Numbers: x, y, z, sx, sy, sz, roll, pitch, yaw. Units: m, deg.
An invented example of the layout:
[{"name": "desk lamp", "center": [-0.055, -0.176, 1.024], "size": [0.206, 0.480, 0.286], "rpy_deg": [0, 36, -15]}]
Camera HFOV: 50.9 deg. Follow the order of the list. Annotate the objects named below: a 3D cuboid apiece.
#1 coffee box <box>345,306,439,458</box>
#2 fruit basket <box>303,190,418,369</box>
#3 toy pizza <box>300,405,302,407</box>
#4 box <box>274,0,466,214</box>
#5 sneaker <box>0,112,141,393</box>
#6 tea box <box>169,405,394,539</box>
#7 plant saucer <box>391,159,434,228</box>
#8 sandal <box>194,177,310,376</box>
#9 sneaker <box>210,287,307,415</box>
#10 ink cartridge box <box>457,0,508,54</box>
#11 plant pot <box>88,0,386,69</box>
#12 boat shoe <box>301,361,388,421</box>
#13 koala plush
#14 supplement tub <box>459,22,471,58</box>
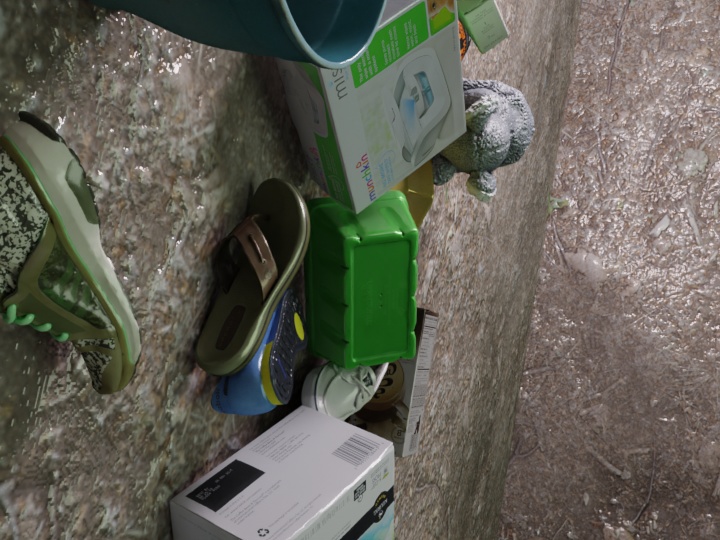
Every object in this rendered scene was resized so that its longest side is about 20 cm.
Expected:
[{"name": "coffee box", "center": [0.035, 0.147, 1.062], "size": [0.080, 0.111, 0.203], "rpy_deg": [18, 80, -68]}, {"name": "fruit basket", "center": [0.000, 0.000, 0.938], "size": [0.215, 0.153, 0.219], "rpy_deg": [173, -90, -71]}, {"name": "toy pizza", "center": [-0.071, 0.250, 0.940], "size": [0.200, 0.031, 0.204], "rpy_deg": [8, 90, -68]}, {"name": "box", "center": [0.014, -0.197, 0.804], "size": [0.176, 0.096, 0.201], "rpy_deg": [-37, 143, -19]}, {"name": "sneaker", "center": [-0.204, 0.007, 0.473], "size": [0.088, 0.077, 0.202], "rpy_deg": [-31, 131, -28]}, {"name": "tea box", "center": [-0.070, 0.284, 0.768], "size": [0.199, 0.132, 0.200], "rpy_deg": [-29, 126, -48]}, {"name": "plant saucer", "center": [0.051, -0.138, 1.089], "size": [0.201, 0.048, 0.202], "rpy_deg": [-58, 149, -47]}, {"name": "sandal", "center": [-0.105, -0.002, 0.707], "size": [0.057, 0.079, 0.203], "rpy_deg": [45, 56, -47]}, {"name": "sneaker", "center": [-0.103, 0.078, 0.773], "size": [0.201, 0.077, 0.067], "rpy_deg": [-78, 149, -65]}, {"name": "ink cartridge box", "center": [0.093, -0.376, 0.882], "size": [0.202, 0.044, 0.176], "rpy_deg": [63, 13, 23]}, {"name": "plant pot", "center": [-0.095, -0.239, 0.485], "size": [0.200, 0.185, 0.203], "rpy_deg": [9, 90, -69]}, {"name": "boat shoe", "center": [-0.014, 0.136, 0.932], "size": [0.074, 0.065, 0.200], "rpy_deg": [67, 21, -12]}, {"name": "koala plush", "center": [0.181, -0.206, 1.158], "size": [0.200, 0.181, 0.180], "rpy_deg": [-69, 159, -68]}, {"name": "supplement tub", "center": [0.075, -0.294, 0.992], "size": [0.124, 0.121, 0.201], "rpy_deg": [78, 29, -41]}]
